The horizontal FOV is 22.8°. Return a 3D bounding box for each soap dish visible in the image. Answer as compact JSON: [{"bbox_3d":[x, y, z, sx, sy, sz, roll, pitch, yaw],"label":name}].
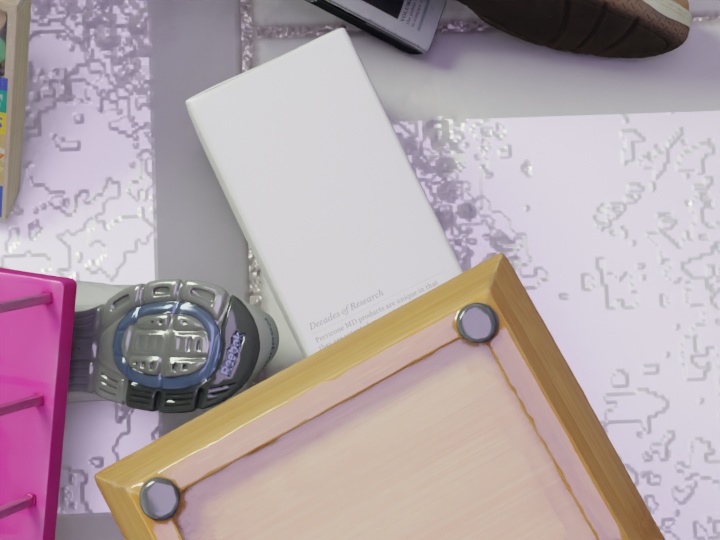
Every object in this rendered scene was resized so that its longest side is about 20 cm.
[{"bbox_3d":[0.011,0.105,0.732,0.200,0.081,0.157,-28,83,-2],"label":"soap dish"}]

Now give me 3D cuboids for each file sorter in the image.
[{"bbox_3d":[-0.221,0.098,0.770,0.139,0.125,0.200,8,97,18],"label":"file sorter"}]

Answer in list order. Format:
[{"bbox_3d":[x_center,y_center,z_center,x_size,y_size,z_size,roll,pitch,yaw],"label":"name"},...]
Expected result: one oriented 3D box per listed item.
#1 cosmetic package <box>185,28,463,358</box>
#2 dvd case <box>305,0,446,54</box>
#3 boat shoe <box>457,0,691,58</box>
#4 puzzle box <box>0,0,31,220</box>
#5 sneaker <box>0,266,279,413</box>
[{"bbox_3d":[0.000,0.000,0.837,0.085,0.108,0.200,-27,83,-3],"label":"cosmetic package"},{"bbox_3d":[-0.025,-0.212,0.854,0.200,0.025,0.151,23,82,-32],"label":"dvd case"},{"bbox_3d":[0.075,-0.162,0.860,0.200,0.072,0.076,16,69,-24],"label":"boat shoe"},{"bbox_3d":[-0.256,-0.101,0.838,0.200,0.133,0.025,13,43,0],"label":"puzzle box"},{"bbox_3d":[-0.132,0.036,0.848,0.200,0.087,0.075,6,89,18],"label":"sneaker"}]
